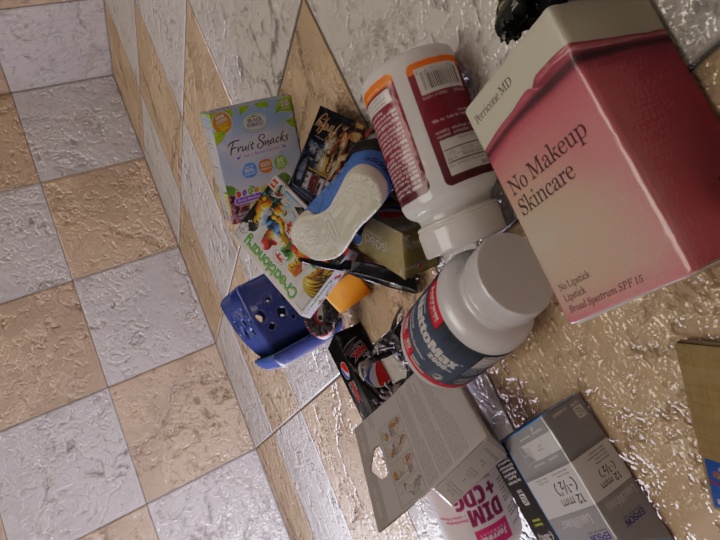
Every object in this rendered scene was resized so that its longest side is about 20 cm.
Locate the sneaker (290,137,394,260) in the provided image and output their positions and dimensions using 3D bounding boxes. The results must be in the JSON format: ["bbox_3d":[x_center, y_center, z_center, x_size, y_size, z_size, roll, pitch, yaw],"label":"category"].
[{"bbox_3d":[-0.014,-0.095,0.741,0.076,0.112,0.199,39,141,-8],"label":"sneaker"}]

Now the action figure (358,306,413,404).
[{"bbox_3d":[0.056,0.167,0.905,0.119,0.099,0.207,-141,37,-66],"label":"action figure"}]

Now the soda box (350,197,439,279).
[{"bbox_3d":[0.033,-0.061,0.835,0.199,0.062,0.070,35,138,53],"label":"soda box"}]

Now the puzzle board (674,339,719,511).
[{"bbox_3d":[0.332,0.129,0.402,0.199,0.017,0.156,-2,106,65],"label":"puzzle board"}]

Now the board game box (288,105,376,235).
[{"bbox_3d":[-0.031,-0.155,0.851,0.199,0.034,0.139,39,108,51],"label":"board game box"}]

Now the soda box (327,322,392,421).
[{"bbox_3d":[0.012,0.207,1.064,0.204,0.062,0.071,61,152,20],"label":"soda box"}]

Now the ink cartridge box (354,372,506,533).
[{"bbox_3d":[0.080,0.222,0.747,0.045,0.176,0.201,42,-171,-22],"label":"ink cartridge box"}]

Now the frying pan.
[{"bbox_3d":[0.000,0.001,0.844,0.115,0.184,0.032,156,131,-83],"label":"frying pan"}]

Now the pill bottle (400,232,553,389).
[{"bbox_3d":[0.128,0.048,0.649,0.122,0.117,0.201,61,153,19],"label":"pill bottle"}]

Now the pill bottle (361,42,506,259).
[{"bbox_3d":[0.083,-0.125,0.626,0.114,0.111,0.206,-23,86,65],"label":"pill bottle"}]

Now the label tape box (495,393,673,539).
[{"bbox_3d":[0.240,0.260,0.627,0.204,0.064,0.144,63,154,22],"label":"label tape box"}]

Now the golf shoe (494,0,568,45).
[{"bbox_3d":[0.140,-0.251,0.420,0.200,0.075,0.098,165,101,-85],"label":"golf shoe"}]

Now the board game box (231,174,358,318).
[{"bbox_3d":[-0.108,-0.041,0.909,0.200,0.127,0.034,44,-171,26],"label":"board game box"}]

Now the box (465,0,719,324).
[{"bbox_3d":[0.189,-0.084,0.441,0.205,0.106,0.128,65,155,11],"label":"box"}]

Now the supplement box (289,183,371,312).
[{"bbox_3d":[-0.066,-0.044,0.986,0.203,0.072,0.126,60,-178,22],"label":"supplement box"}]

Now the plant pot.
[{"bbox_3d":[-0.160,0.094,1.197,0.184,0.196,0.199,63,154,0],"label":"plant pot"}]

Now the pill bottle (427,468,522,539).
[{"bbox_3d":[0.156,0.325,0.790,0.206,0.111,0.113,68,155,5],"label":"pill bottle"}]

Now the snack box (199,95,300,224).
[{"bbox_3d":[-0.198,-0.212,1.084,0.067,0.165,0.207,22,128,55],"label":"snack box"}]

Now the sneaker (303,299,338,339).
[{"bbox_3d":[-0.079,0.027,1.078,0.075,0.077,0.208,63,-154,-75],"label":"sneaker"}]
